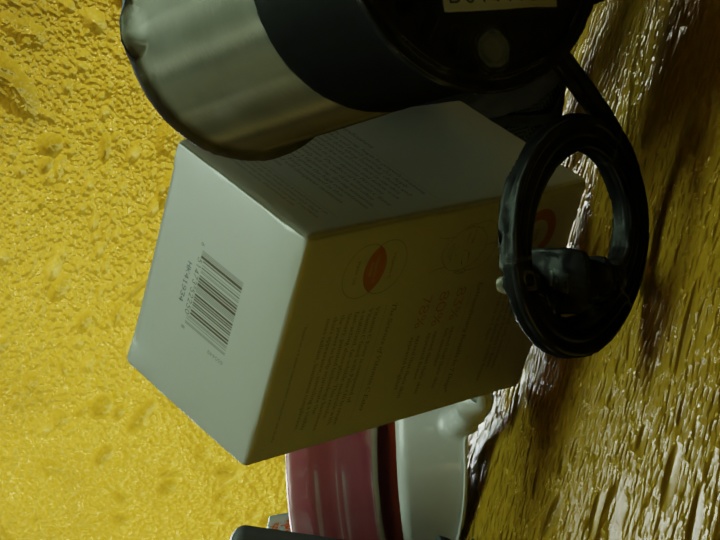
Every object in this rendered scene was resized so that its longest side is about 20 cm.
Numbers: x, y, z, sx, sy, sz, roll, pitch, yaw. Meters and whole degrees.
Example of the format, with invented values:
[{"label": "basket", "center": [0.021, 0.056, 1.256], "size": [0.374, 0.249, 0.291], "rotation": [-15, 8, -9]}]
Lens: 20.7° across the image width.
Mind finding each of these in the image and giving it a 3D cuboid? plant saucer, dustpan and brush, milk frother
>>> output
[{"label": "plant saucer", "center": [0.002, 0.145, 1.235], "size": [0.200, 0.050, 0.203], "rotation": [-8, -90, -78]}, {"label": "dustpan and brush", "center": [0.048, 0.094, 1.136], "size": [0.200, 0.057, 0.141], "rotation": [78, -171, -72]}, {"label": "milk frother", "center": [0.016, -0.067, 0.799], "size": [0.188, 0.179, 0.202], "rotation": [-10, 71, 59]}]

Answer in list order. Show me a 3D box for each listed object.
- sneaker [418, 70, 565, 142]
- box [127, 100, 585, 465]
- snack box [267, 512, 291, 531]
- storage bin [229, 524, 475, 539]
[{"label": "sneaker", "center": [0.034, -0.059, 1.109], "size": [0.076, 0.198, 0.115], "rotation": [43, 155, 41]}, {"label": "box", "center": [0.000, 0.000, 0.974], "size": [0.199, 0.097, 0.125], "rotation": [-12, -52, -44]}, {"label": "snack box", "center": [-0.029, 0.268, 1.259], "size": [0.116, 0.037, 0.202], "rotation": [-86, -13, -76]}, {"label": "storage bin", "center": [-0.023, 0.231, 1.056], "size": [0.146, 0.133, 0.202], "rotation": [108, 174, -59]}]
